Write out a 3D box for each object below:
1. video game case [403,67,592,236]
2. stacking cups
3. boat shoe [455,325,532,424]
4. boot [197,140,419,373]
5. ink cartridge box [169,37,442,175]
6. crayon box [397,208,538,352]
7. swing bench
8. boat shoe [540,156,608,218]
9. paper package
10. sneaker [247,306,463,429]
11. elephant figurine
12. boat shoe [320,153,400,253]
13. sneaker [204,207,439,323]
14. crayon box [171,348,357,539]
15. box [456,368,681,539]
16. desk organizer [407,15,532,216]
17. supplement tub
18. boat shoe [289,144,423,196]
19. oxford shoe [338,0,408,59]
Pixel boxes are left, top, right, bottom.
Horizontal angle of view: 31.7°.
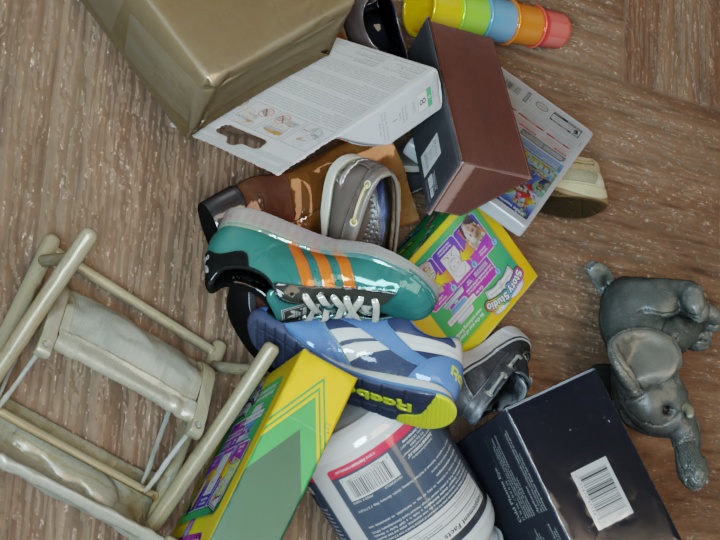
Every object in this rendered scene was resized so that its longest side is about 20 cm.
[{"bbox_3d":[0.145,-0.131,1.293,0.143,0.018,0.200,36,44,5],"label":"video game case"},{"bbox_3d":[0.142,-0.271,1.352,0.198,0.060,0.061,-1,83,-31],"label":"stacking cups"},{"bbox_3d":[0.136,0.108,1.247,0.072,0.068,0.200,-63,160,18],"label":"boat shoe"},{"bbox_3d":[-0.036,-0.019,1.180,0.199,0.068,0.190,-25,105,-23],"label":"boot"},{"bbox_3d":[-0.048,-0.142,1.162,0.200,0.160,0.050,-38,134,-28],"label":"ink cartridge box"},{"bbox_3d":[0.077,0.027,1.273,0.200,0.058,0.119,-46,107,-27],"label":"crayon box"},{"bbox_3d":[-0.211,0.102,1.051,0.198,0.129,0.201,35,72,-23],"label":"swing bench"},{"bbox_3d":[0.180,-0.106,1.352,0.198,0.072,0.066,9,66,-30],"label":"boat shoe"},{"bbox_3d":[-0.134,-0.253,1.128,0.190,0.104,0.201,-35,83,-31],"label":"paper package"},{"bbox_3d":[-0.002,0.068,1.102,0.198,0.074,0.083,20,58,7],"label":"sneaker"},{"bbox_3d":[0.303,0.109,1.350,0.142,0.154,0.201,56,49,-38],"label":"elephant figurine"},{"bbox_3d":[0.000,0.000,1.135,0.071,0.059,0.202,-5,107,-37],"label":"boat shoe"},{"bbox_3d":[-0.036,0.016,1.060,0.198,0.072,0.080,17,61,8],"label":"sneaker"},{"bbox_3d":[-0.088,0.170,1.067,0.058,0.200,0.174,31,68,-9],"label":"crayon box"},{"bbox_3d":[0.189,0.220,1.187,0.103,0.182,0.201,-21,78,-21],"label":"box"},{"bbox_3d":[0.098,-0.144,1.216,0.076,0.072,0.201,10,48,-22],"label":"desk organizer"},{"bbox_3d":[0.037,0.209,1.176,0.140,0.140,0.201,-38,103,-29],"label":"supplement tub"},{"bbox_3d":[0.011,-0.081,1.255,0.198,0.072,0.063,-12,116,-32],"label":"boat shoe"},{"bbox_3d":[-0.003,-0.284,1.259,0.071,0.072,0.201,-29,98,-30],"label":"oxford shoe"}]
